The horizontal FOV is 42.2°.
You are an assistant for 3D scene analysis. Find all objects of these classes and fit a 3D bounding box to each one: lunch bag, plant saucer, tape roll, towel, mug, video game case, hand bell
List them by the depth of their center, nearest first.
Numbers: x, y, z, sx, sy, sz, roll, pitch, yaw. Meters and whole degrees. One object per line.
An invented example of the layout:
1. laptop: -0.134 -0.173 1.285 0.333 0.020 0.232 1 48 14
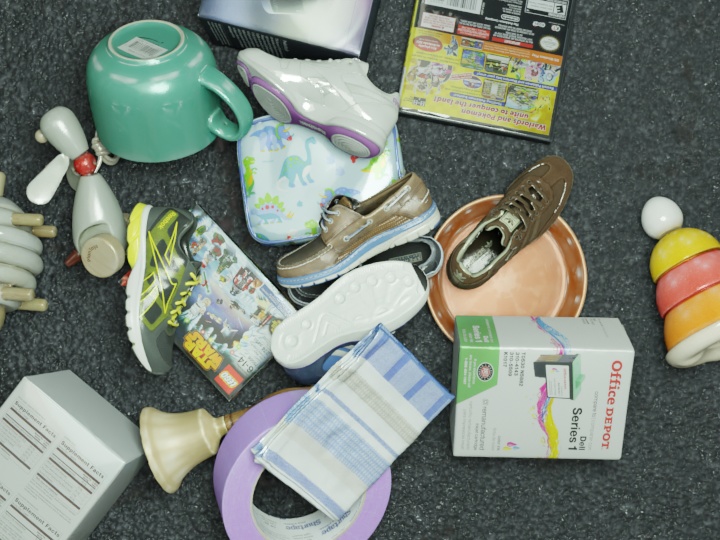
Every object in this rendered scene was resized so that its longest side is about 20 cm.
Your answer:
1. towel: -0.005 0.170 1.018 0.200 0.024 0.147 -45 118 0
2. tape roll: -0.067 0.243 1.072 0.197 0.066 0.203 -6 109 -16
3. mug: -0.224 -0.219 1.081 0.182 0.115 0.153 -9 45 -9
4. hand bell: -0.146 0.177 1.091 0.197 0.104 0.105 -20 87 3
5. lunch bag: -0.045 -0.117 1.122 0.197 0.082 0.163 -9 88 0
6. plant saucer: 0.175 0.010 1.138 0.197 0.032 0.204 0 87 2
7. video game case: 0.155 -0.265 1.155 0.197 0.026 0.184 11 87 1

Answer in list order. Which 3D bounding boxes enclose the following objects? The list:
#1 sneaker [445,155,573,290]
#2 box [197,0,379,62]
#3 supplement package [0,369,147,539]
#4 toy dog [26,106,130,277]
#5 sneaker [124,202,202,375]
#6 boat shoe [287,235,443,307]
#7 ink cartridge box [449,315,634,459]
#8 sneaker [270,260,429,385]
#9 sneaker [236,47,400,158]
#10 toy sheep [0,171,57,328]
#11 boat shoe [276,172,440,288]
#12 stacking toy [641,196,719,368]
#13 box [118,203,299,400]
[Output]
1. sneaker: 0.181 -0.054 1.087 0.070 0.076 0.200 41 89 3
2. box: -0.069 -0.359 1.115 0.195 0.123 0.203 13 88 0
3. supplement package: -0.366 0.243 1.075 0.150 0.152 0.201 38 88 3
4. toy dog: -0.337 -0.082 1.108 0.095 0.132 0.203 -19 84 15
5. sneaker: -0.225 0.020 1.082 0.083 0.074 0.203 -4 88 2
6. boat shoe: 0.000 0.000 1.110 0.197 0.068 0.073 -11 84 14
7. ink cartridge box: 0.206 0.135 1.082 0.197 0.084 0.147 1 112 1
8. sneaker: -0.001 0.068 1.085 0.198 0.147 0.081 -28 66 6
9. sneaker: -0.046 -0.207 1.068 0.198 0.075 0.100 29 72 2
10. toy sheep: -0.436 -0.019 1.104 0.136 0.138 0.203 3 73 1
11. boat shoe: -0.013 -0.049 1.048 0.198 0.072 0.073 -26 112 -1
12. stacking toy: 0.393 0.001 1.107 0.144 0.146 0.202 -21 68 0
13. box: -0.177 0.038 1.138 0.137 0.040 0.200 -45 88 0
